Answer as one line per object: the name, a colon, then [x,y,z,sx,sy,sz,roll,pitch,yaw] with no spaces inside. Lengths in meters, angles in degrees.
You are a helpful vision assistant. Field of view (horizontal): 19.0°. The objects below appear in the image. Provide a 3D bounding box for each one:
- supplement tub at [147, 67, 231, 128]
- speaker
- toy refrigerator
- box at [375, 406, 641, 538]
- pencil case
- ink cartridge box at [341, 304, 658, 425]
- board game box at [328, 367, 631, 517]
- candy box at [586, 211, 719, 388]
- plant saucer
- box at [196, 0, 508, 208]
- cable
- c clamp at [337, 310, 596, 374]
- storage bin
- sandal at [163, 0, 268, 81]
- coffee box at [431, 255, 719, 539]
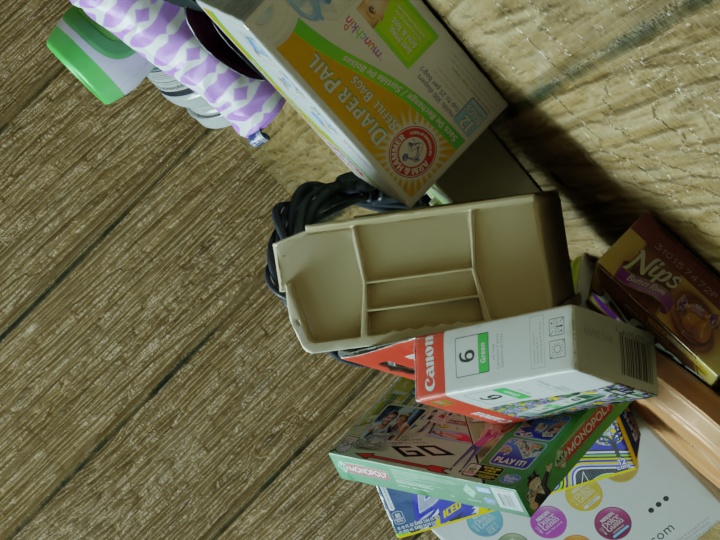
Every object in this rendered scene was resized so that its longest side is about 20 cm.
supplement tub: [-0.169,-0.249,2.090,0.200,0.140,0.140,47,175,-34]
speaker: [-0.165,-0.233,1.785,0.088,0.200,0.088,44,176,4]
toy refrigerator: [0.065,-0.099,1.747,0.200,0.070,0.076,47,175,-32]
box: [0.111,0.139,1.661,0.064,0.199,0.070,-61,-50,-67]
pencil case: [-0.138,-0.189,1.716,0.200,0.084,0.085,40,148,-19]
ink cartridge box: [0.096,0.074,1.513,0.199,0.051,0.109,-14,159,35]
board game box: [0.087,0.116,1.605,0.200,0.135,0.029,5,132,47]
candy box: [0.224,0.031,1.564,0.117,0.056,0.200,44,174,10]
plant saucer: [0.260,0.126,1.594,0.200,0.032,0.200,43,176,4]
box: [-0.005,-0.158,1.570,0.200,0.113,0.101,46,174,-29]
cable: [0.000,0.000,1.777,0.051,0.200,0.164,-6,102,47]
c clamp: [0.084,0.050,1.643,0.171,0.199,0.027,-141,42,-80]
storage bin: [0.054,-0.001,1.613,0.200,0.198,0.094,-19,-79,-79]
sandal: [-0.099,-0.179,1.621,0.200,0.048,0.075,22,175,-31]
coffee box: [0.171,0.145,1.796,0.198,0.200,0.200,45,-158,-9]
